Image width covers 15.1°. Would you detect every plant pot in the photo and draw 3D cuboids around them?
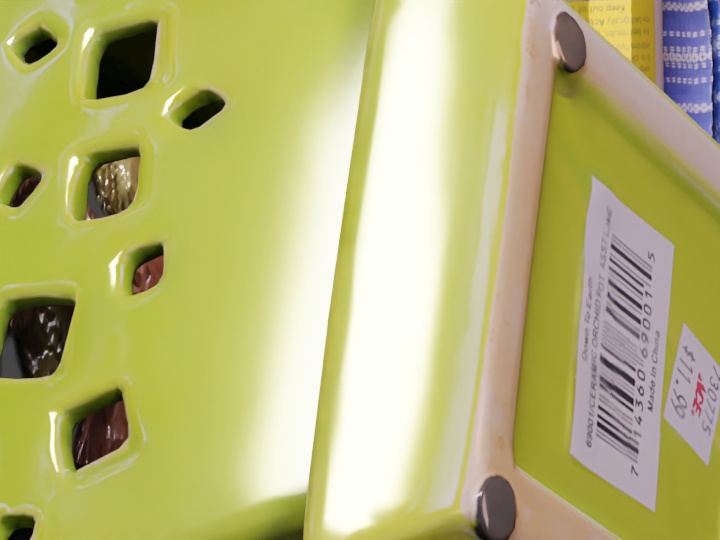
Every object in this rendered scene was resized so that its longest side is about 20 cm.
[{"bbox_3d":[-0.003,0.029,0.705,0.199,0.181,0.201,37,54,-46],"label":"plant pot"}]

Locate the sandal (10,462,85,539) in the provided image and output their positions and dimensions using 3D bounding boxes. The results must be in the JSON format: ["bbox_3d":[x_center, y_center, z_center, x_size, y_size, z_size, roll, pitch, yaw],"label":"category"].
[{"bbox_3d":[-0.061,0.130,0.818,0.201,0.048,0.076,73,25,-43],"label":"sandal"}]

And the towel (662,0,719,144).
[{"bbox_3d":[0.101,-0.044,1.186,0.024,0.144,0.201,-5,95,-46],"label":"towel"}]

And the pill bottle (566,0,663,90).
[{"bbox_3d":[0.071,-0.061,1.123,0.111,0.111,0.201,-19,107,-71],"label":"pill bottle"}]
